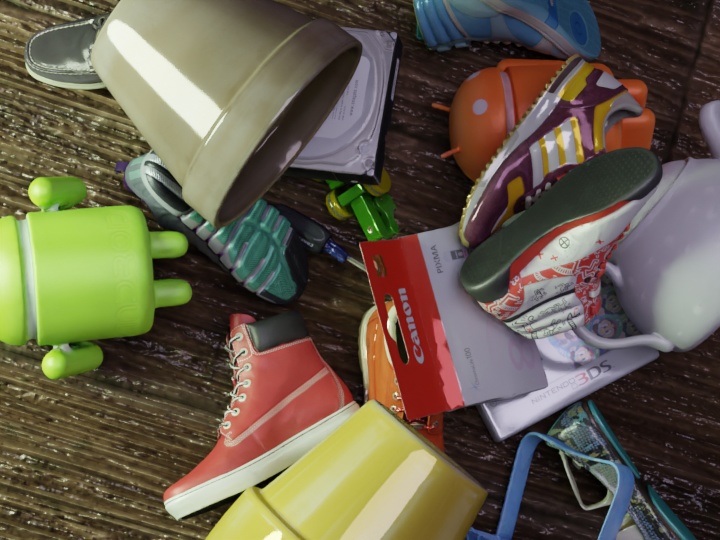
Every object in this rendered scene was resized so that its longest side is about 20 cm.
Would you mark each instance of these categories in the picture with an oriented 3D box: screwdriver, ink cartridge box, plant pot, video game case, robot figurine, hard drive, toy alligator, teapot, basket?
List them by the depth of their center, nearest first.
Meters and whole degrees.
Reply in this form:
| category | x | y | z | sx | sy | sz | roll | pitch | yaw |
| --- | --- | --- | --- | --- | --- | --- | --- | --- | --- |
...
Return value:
| category | x | y | z | sx | sy | sz | roll | pitch | yaw |
| --- | --- | --- | --- | --- | --- | --- | --- | --- | --- |
| plant pot | -0.124 | -0.165 | 1.617 | 0.174 | 0.200 | 0.200 | 39 | 75 | 6 |
| plant pot | 0.002 | 0.221 | 1.629 | 0.201 | 0.201 | 0.189 | 40 | 89 | -3 |
| robot figurine | -0.251 | 0.005 | 1.675 | 0.200 | 0.116 | 0.176 | -6 | 94 | -12 |
| ink cartridge box | 0.086 | 0.041 | 1.687 | 0.057 | 0.200 | 0.163 | -18 | 84 | 25 |
| basket | 0.163 | 0.251 | 1.697 | 0.139 | 0.176 | 0.200 | 14 | 92 | -23 |
| hard drive | -0.070 | -0.157 | 1.743 | 0.200 | 0.038 | 0.140 | 7 | 78 | 14 |
| screwdriver | 0.000 | 0.000 | 1.753 | 0.200 | 0.028 | 0.029 | 36 | 101 | 10 |
| teapot | 0.291 | -0.030 | 1.761 | 0.146 | 0.200 | 0.197 | 39 | 119 | 0 |
| toy alligator | 0.008 | -0.069 | 1.777 | 0.054 | 0.059 | 0.200 | -27 | 86 | -55 |
| robot figurine | 0.169 | -0.133 | 1.780 | 0.200 | 0.117 | 0.144 | -2 | 87 | -4 |
| video game case | 0.160 | 0.033 | 1.803 | 0.182 | 0.024 | 0.200 | -26 | 86 | -15 |

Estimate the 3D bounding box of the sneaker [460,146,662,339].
| category | x | y | z | sx | sy | sz | roll | pitch | yaw |
| --- | --- | --- | --- | --- | --- | --- | --- | --- | --- |
| sneaker | 0.194 | -0.019 | 1.663 | 0.201 | 0.067 | 0.108 | -36 | 129 | 15 |

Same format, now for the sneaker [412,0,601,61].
| category | x | y | z | sx | sy | sz | roll | pitch | yaw |
| --- | --- | --- | --- | --- | --- | --- | --- | --- | --- |
| sneaker | 0.129 | -0.239 | 1.822 | 0.200 | 0.131 | 0.080 | 28 | 54 | -42 |

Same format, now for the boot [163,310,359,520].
| category | x | y | z | sx | sy | sz | roll | pitch | yaw |
| --- | --- | --- | --- | --- | --- | --- | --- | --- | --- |
| boot | -0.114 | 0.122 | 1.710 | 0.200 | 0.072 | 0.144 | -31 | 87 | -23 |

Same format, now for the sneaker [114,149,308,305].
| category | x | y | z | sx | sy | sz | roll | pitch | yaw |
| --- | --- | --- | --- | --- | --- | --- | --- | --- | --- |
| sneaker | -0.132 | -0.044 | 1.741 | 0.200 | 0.088 | 0.074 | 45 | 66 | -26 |

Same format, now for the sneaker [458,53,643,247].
| category | x | y | z | sx | sy | sz | roll | pitch | yaw |
| --- | --- | --- | --- | --- | --- | --- | --- | --- | --- |
| sneaker | 0.167 | -0.091 | 1.682 | 0.090 | 0.075 | 0.200 | 35 | 84 | 5 |

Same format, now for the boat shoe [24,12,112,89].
| category | x | y | z | sx | sy | sz | roll | pitch | yaw |
| --- | --- | --- | --- | --- | --- | --- | --- | --- | --- |
| boat shoe | -0.208 | -0.206 | 1.725 | 0.200 | 0.065 | 0.072 | 0 | 73 | 6 |

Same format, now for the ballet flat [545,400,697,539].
| category | x | y | z | sx | sy | sz | roll | pitch | yaw |
| --- | --- | --- | --- | --- | --- | --- | --- | --- | --- |
| ballet flat | 0.243 | 0.214 | 1.777 | 0.074 | 0.074 | 0.200 | -36 | 87 | -15 |

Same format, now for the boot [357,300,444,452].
| category | x | y | z | sx | sy | sz | roll | pitch | yaw |
| --- | --- | --- | --- | --- | --- | --- | --- | --- | --- |
| boot | 0.042 | 0.123 | 1.723 | 0.075 | 0.107 | 0.200 | -7 | 84 | -15 |
